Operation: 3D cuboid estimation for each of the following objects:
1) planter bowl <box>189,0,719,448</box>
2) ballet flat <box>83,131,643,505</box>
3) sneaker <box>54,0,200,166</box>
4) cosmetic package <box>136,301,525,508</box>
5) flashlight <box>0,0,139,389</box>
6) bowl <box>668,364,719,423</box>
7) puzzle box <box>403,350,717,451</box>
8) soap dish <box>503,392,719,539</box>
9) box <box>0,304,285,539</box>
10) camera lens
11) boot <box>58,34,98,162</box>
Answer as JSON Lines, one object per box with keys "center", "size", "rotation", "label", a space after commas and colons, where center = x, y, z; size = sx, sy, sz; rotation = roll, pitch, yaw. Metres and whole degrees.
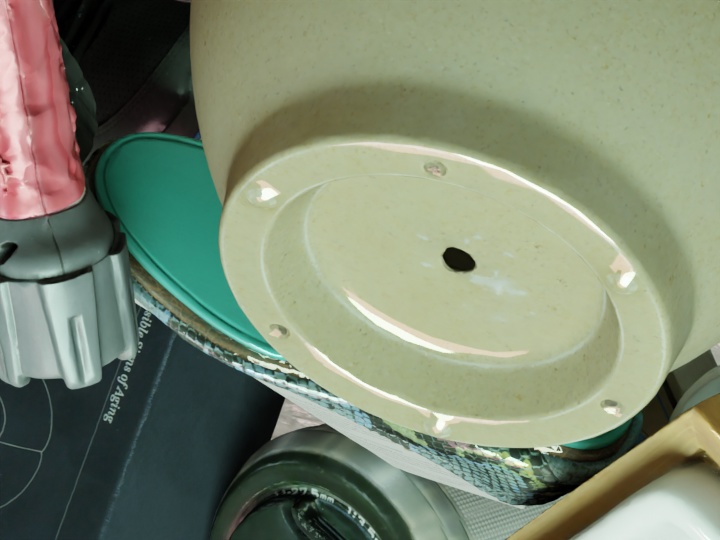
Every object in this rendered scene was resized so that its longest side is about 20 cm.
{"center": [0.039, -0.041, 0.702], "size": [0.199, 0.135, 0.201], "rotation": [13, 143, 11], "label": "planter bowl"}
{"center": [-0.005, 0.023, 0.879], "size": [0.199, 0.074, 0.074], "rotation": [28, 164, 3], "label": "ballet flat"}
{"center": [-0.115, -0.078, 0.958], "size": [0.200, 0.073, 0.082], "rotation": [5, 143, 52], "label": "sneaker"}
{"center": [0.000, 0.000, 1.021], "size": [0.085, 0.108, 0.200], "rotation": [14, 163, 49], "label": "cosmetic package"}
{"center": [-0.102, -0.063, 0.789], "size": [0.068, 0.068, 0.201], "rotation": [5, 116, 28], "label": "flashlight"}
{"center": [0.204, 0.081, 0.867], "size": [0.201, 0.090, 0.202], "rotation": [30, 144, 25], "label": "bowl"}
{"center": [0.040, -0.003, 0.895], "size": [0.133, 0.025, 0.200], "rotation": [4, 140, 33], "label": "puzzle box"}
{"center": [0.123, 0.121, 0.846], "size": [0.157, 0.081, 0.200], "rotation": [46, 148, 1], "label": "soap dish"}
{"center": [-0.151, 0.055, 1.220], "size": [0.196, 0.201, 0.124], "rotation": [12, 163, 27], "label": "box"}
{"center": [0.043, 0.135, 1.197], "size": [0.160, 0.161, 0.200], "rotation": [3, -169, 45], "label": "camera lens"}
{"center": [-0.163, -0.119, 0.855], "size": [0.132, 0.070, 0.201], "rotation": [33, 146, 51], "label": "boot"}
